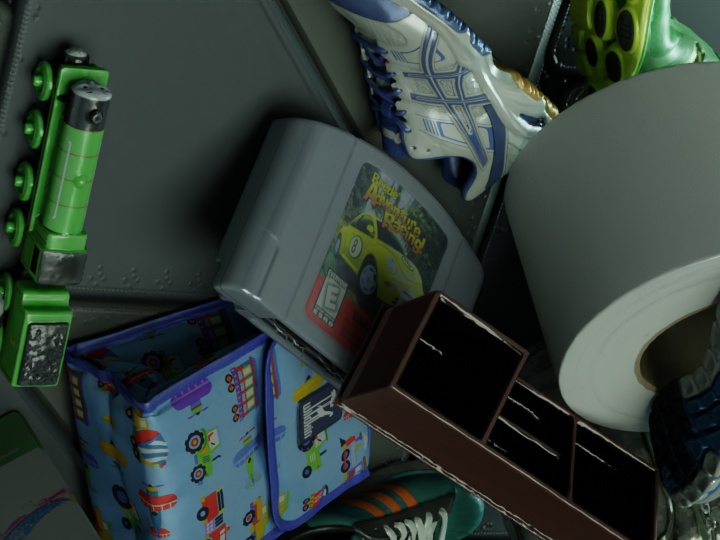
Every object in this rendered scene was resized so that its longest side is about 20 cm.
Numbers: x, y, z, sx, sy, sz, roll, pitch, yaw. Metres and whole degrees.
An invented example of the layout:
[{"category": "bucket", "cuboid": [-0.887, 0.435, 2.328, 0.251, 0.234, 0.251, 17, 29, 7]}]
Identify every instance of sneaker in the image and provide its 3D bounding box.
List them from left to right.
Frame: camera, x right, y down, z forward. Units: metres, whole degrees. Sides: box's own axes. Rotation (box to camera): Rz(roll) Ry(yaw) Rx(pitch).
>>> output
[{"category": "sneaker", "cuboid": [0.005, 0.181, 1.308, 0.199, 0.080, 0.072, -6, 120, -28]}, {"category": "sneaker", "cuboid": [0.036, -0.109, 1.162, 0.088, 0.075, 0.200, -50, 129, 5]}, {"category": "sneaker", "cuboid": [0.185, -0.134, 1.239, 0.083, 0.074, 0.201, -30, 139, -13]}, {"category": "sneaker", "cuboid": [0.236, 0.073, 1.148, 0.086, 0.075, 0.200, -6, 147, -23]}]

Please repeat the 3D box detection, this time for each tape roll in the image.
[{"category": "tape roll", "cuboid": [0.200, -0.010, 1.199, 0.201, 0.140, 0.203, -9, 147, -6]}]

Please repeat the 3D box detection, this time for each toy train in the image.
[{"category": "toy train", "cuboid": [-0.173, -0.025, 1.101, 0.042, 0.056, 0.201, 1, 117, -30]}]

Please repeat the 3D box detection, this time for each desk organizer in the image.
[{"category": "desk organizer", "cuboid": [0.092, 0.096, 1.156, 0.200, 0.077, 0.072, 34, 69, -15]}]

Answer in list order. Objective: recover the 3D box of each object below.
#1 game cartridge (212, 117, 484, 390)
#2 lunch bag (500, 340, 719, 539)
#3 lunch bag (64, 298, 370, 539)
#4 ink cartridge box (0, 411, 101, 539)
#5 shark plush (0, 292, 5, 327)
[{"category": "game cartridge", "cuboid": [0.000, 0.000, 1.193, 0.200, 0.041, 0.134, 40, 59, -41]}, {"category": "lunch bag", "cuboid": [0.166, 0.139, 1.298, 0.167, 0.201, 0.140, -10, 149, -14]}, {"category": "lunch bag", "cuboid": [-0.069, 0.092, 1.223, 0.199, 0.094, 0.151, -25, 124, -32]}, {"category": "ink cartridge box", "cuboid": [-0.177, 0.200, 1.138, 0.084, 0.200, 0.145, -28, 127, -13]}, {"category": "shark plush", "cuboid": [-0.245, -0.029, 1.047, 0.091, 0.083, 0.201, -52, 156, -53]}]
